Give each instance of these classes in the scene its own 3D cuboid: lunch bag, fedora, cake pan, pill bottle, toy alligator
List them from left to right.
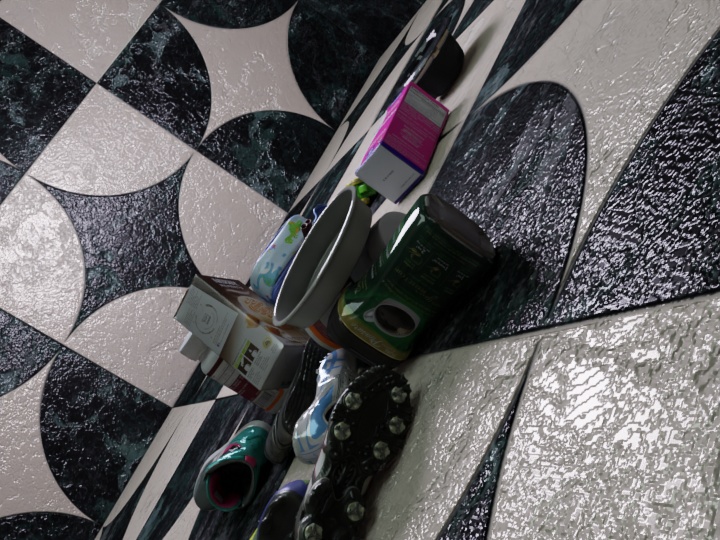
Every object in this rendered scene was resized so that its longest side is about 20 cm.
[{"bbox_3d":[-0.205,0.152,1.195,0.115,0.199,0.114,-52,13,17],"label":"pill bottle"},{"bbox_3d":[-0.101,0.017,1.184,0.161,0.082,0.201,-53,-28,-17],"label":"lunch bag"},{"bbox_3d":[-0.047,-0.012,0.869,0.201,0.036,0.201,-53,17,23],"label":"cake pan"},{"bbox_3d":[-0.004,-0.171,1.570,0.054,0.060,0.200,-16,-2,-19],"label":"toy alligator"},{"bbox_3d":[0.008,0.017,0.920,0.200,0.109,0.110,-47,16,40],"label":"pill bottle"},{"bbox_3d":[0.162,-0.439,1.485,0.201,0.091,0.201,-53,13,18],"label":"fedora"}]

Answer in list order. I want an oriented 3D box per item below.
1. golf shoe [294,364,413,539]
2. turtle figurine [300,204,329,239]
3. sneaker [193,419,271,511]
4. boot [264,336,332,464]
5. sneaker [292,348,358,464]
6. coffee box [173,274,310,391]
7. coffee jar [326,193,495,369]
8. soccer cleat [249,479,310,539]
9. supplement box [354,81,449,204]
[{"bbox_3d":[-0.015,0.187,0.681,0.201,0.077,0.088,-63,7,-26],"label":"golf shoe"},{"bbox_3d":[0.000,0.000,1.080,0.144,0.198,0.196,30,108,56],"label":"turtle figurine"},{"bbox_3d":[-0.211,0.333,1.066,0.200,0.083,0.121,-51,4,22],"label":"sneaker"},{"bbox_3d":[-0.080,0.170,0.996,0.201,0.069,0.132,-58,2,-38],"label":"boot"},{"bbox_3d":[-0.024,0.159,0.829,0.072,0.073,0.200,-14,22,17],"label":"sneaker"},{"bbox_3d":[-0.171,0.092,1.049,0.080,0.199,0.114,-61,-26,8],"label":"coffee box"},{"bbox_3d":[0.050,0.020,0.765,0.200,0.104,0.086,-50,15,26],"label":"coffee jar"},{"bbox_3d":[-0.101,0.317,0.762,0.201,0.064,0.084,-58,-18,14],"label":"soccer cleat"},{"bbox_3d":[0.082,-0.243,1.299,0.101,0.103,0.201,-43,17,49],"label":"supplement box"}]
